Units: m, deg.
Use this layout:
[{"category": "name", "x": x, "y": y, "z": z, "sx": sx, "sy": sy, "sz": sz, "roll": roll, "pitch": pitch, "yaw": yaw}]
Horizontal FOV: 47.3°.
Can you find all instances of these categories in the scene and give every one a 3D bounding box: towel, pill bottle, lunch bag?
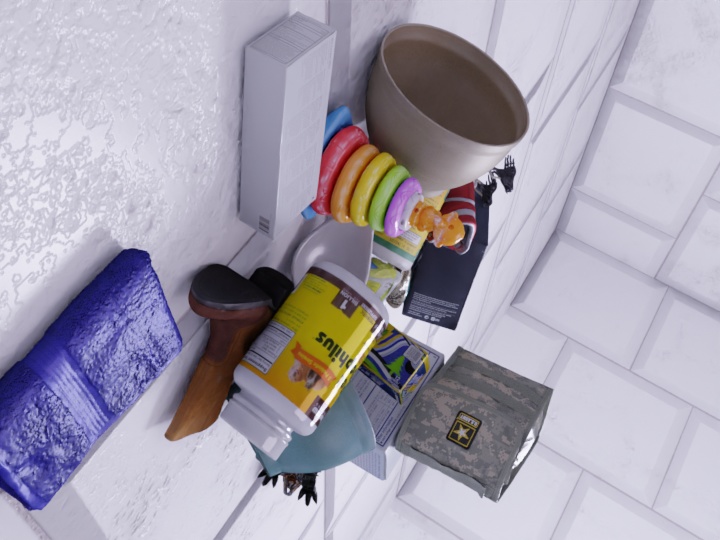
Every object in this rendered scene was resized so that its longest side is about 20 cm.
[{"category": "towel", "x": -0.225, "y": 0.093, "z": 0.677, "sx": 0.201, "sy": 0.049, "sz": 0.149, "roll": -54, "pitch": 163, "yaw": -28}, {"category": "pill bottle", "x": 0.063, "y": -0.113, "z": 1.132, "sx": 0.203, "sy": 0.111, "sz": 0.113, "roll": -63, "pitch": 164, "yaw": 2}, {"category": "pill bottle", "x": -0.063, "y": 0.098, "z": 0.891, "sx": 0.201, "sy": 0.108, "sz": 0.110, "roll": -54, "pitch": 162, "yaw": -14}, {"category": "lunch bag", "x": 0.160, "y": 0.220, "z": 1.163, "sx": 0.200, "sy": 0.161, "sz": 0.120, "roll": -40, "pitch": 145, "yaw": -50}]

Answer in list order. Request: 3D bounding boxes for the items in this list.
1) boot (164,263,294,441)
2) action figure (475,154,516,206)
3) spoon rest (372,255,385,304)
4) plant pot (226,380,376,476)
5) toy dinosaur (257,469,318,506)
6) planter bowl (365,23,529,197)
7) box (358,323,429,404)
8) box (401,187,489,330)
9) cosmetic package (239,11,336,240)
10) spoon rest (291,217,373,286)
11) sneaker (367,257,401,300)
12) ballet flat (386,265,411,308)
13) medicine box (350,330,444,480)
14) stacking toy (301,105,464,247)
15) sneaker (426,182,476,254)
[{"category": "boot", "x": -0.166, "y": 0.091, "z": 0.884, "sx": 0.202, "sy": 0.068, "sz": 0.188, "roll": -58, "pitch": 172, "yaw": 11}, {"category": "action figure", "x": 0.156, "y": -0.166, "z": 1.364, "sx": 0.196, "sy": 0.104, "sz": 0.119, "roll": 4, "pitch": 153, "yaw": -32}, {"category": "spoon rest", "x": 0.013, "y": 0.029, "z": 1.297, "sx": 0.100, "sy": 0.060, "sz": 0.202, "roll": -51, "pitch": 161, "yaw": -33}, {"category": "plant pot", "x": -0.087, "y": 0.169, "z": 1.023, "sx": 0.133, "sy": 0.202, "sz": 0.202, "roll": -30, "pitch": 154, "yaw": -15}, {"category": "toy dinosaur", "x": -0.104, "y": 0.303, "z": 1.371, "sx": 0.136, "sy": 0.100, "sz": 0.204, "roll": -64, "pitch": 155, "yaw": -59}, {"category": "planter bowl", "x": 0.085, "y": -0.177, "z": 0.992, "sx": 0.200, "sy": 0.199, "sz": 0.135, "roll": -44, "pitch": 172, "yaw": -47}, {"category": "box", "x": -0.005, "y": 0.081, "z": 1.066, "sx": 0.064, "sy": 0.199, "sz": 0.070, "roll": -48, "pitch": 161, "yaw": -12}, {"category": "box", "x": 0.151, "y": -0.036, "z": 1.444, "sx": 0.201, "sy": 0.102, "sz": 0.185, "roll": -75, "pitch": -178, "yaw": -56}, {"category": "cosmetic package", "x": -0.073, "y": -0.133, "z": 0.787, "sx": 0.083, "sy": 0.050, "sz": 0.202, "roll": -45, "pitch": 157, "yaw": -40}, {"category": "spoon rest", "x": -0.018, "y": -0.046, "z": 1.026, "sx": 0.203, "sy": 0.098, "sz": 0.060, "roll": -67, "pitch": -165, "yaw": -13}, {"category": "sneaker", "x": 0.000, "y": 0.000, "z": 1.153, "sx": 0.076, "sy": 0.105, "sz": 0.200, "roll": -48, "pitch": 177, "yaw": -3}, {"category": "ballet flat", "x": 0.056, "y": -0.027, "z": 1.358, "sx": 0.074, "sy": 0.067, "sz": 0.204, "roll": -9, "pitch": 124, "yaw": -44}, {"category": "medicine box", "x": 0.000, "y": 0.175, "z": 1.236, "sx": 0.183, "sy": 0.197, "sz": 0.104, "roll": -51, "pitch": 157, "yaw": -31}, {"category": "stacking toy", "x": 0.030, "y": -0.082, "z": 0.922, "sx": 0.117, "sy": 0.197, "sz": 0.110, "roll": -57, "pitch": 163, "yaw": -16}, {"category": "sneaker", "x": 0.096, "y": -0.061, "z": 1.216, "sx": 0.199, "sy": 0.070, "sz": 0.115, "roll": -35, "pitch": -130, "yaw": 45}]
